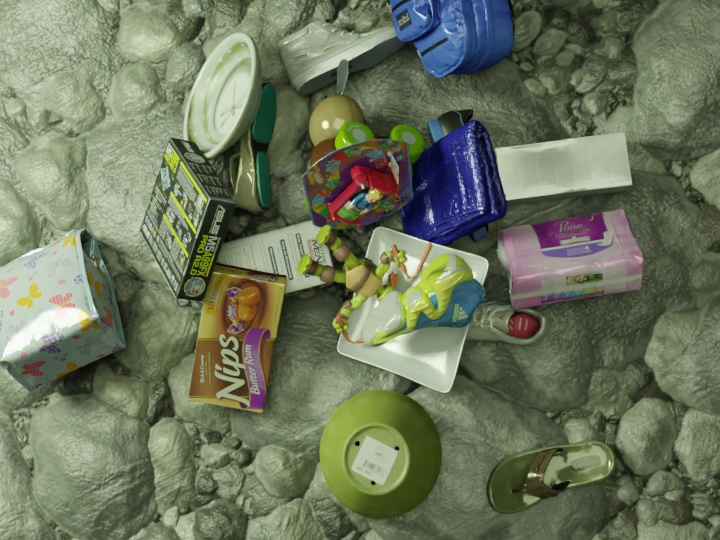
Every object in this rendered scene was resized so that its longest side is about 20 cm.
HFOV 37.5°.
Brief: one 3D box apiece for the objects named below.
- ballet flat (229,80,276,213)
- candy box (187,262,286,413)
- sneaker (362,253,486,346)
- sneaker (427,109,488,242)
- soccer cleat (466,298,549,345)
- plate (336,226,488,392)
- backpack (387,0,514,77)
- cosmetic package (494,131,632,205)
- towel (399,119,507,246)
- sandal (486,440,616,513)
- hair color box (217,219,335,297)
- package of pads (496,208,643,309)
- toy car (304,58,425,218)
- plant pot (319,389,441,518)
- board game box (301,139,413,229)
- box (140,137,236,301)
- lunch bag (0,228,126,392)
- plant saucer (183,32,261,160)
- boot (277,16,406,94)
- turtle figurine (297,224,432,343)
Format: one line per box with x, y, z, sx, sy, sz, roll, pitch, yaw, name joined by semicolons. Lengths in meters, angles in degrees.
-0.171;-0.190;1.628;0.068;0.069;0.204;3;84;3;ballet flat
-0.181;0.099;1.551;0.115;0.057;0.204;10;104;-6;candy box
0.095;0.064;1.488;0.104;0.076;0.199;35;127;-23;sneaker
0.166;-0.147;1.599;0.077;0.070;0.203;-19;84;0;sneaker
0.182;0.070;1.563;0.196;0.086;0.071;5;83;4;soccer cleat
0.079;0.056;1.566;0.197;0.032;0.203;17;90;29;plate
0.131;-0.391;1.580;0.165;0.162;0.204;-16;93;-17;backpack
0.303;-0.152;1.602;0.196;0.051;0.084;-6;81;2;cosmetic package
0.123;-0.117;1.542;0.049;0.199;0.150;-9;80;-36;towel
0.277;0.294;1.544;0.198;0.057;0.081;-20;82;0;sandal
-0.140;-0.005;1.600;0.196;0.061;0.102;-14;85;1;hair color box
0.304;-0.018;1.552;0.196;0.076;0.122;-10;44;1;package of pads
-0.014;-0.204;1.576;0.155;0.165;0.203;0;57;-27;toy car
0.026;0.262;1.489;0.183;0.200;0.191;0;83;2;plant pot
0.003;-0.104;1.502;0.155;0.201;0.039;-16;59;-4;board game box
-0.253;-0.076;1.532;0.044;0.200;0.162;8;116;-33;box
-0.454;0.049;1.576;0.167;0.128;0.202;-25;57;0;lunch bag
-0.197;-0.255;1.598;0.050;0.199;0.204;19;83;-35;plant saucer
-0.030;-0.355;1.634;0.197;0.074;0.097;-24;77;-6;boot
0.000;0.000;1.538;0.160;0.065;0.201;32;114;-18;turtle figurine
